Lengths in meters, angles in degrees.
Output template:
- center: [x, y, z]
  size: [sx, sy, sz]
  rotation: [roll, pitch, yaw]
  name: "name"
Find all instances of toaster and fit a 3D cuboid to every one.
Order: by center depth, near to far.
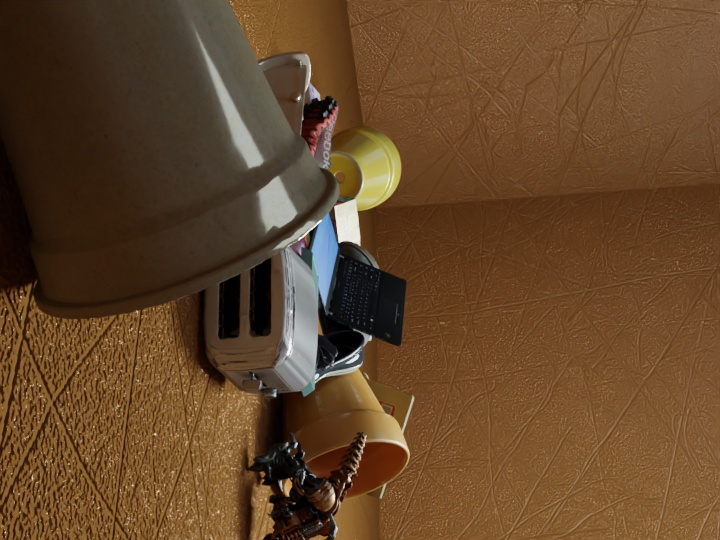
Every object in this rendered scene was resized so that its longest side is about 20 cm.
- center: [-0.114, 0.043, 0.866]
  size: [0.129, 0.114, 0.200]
  rotation: [65, 24, -71]
  name: "toaster"

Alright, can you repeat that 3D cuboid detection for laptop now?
- center: [0.000, 0.000, 1.208]
  size: [0.177, 0.200, 0.103]
  rotation: [-79, -165, -54]
  name: "laptop"

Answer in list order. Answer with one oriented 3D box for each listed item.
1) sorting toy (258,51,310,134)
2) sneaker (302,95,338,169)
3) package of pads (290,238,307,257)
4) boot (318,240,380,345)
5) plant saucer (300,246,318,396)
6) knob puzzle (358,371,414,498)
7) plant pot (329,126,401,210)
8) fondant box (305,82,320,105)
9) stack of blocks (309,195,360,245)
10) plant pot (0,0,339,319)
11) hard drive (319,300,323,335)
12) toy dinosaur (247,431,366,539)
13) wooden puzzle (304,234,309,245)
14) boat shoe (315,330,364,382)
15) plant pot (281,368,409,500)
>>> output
- center: [-0.126, -0.176, 1.045]
  size: [0.180, 0.107, 0.200]
  rotation: [92, -1, -47]
  name: "sorting toy"
- center: [-0.086, -0.230, 1.361]
  size: [0.200, 0.071, 0.098]
  rotation: [-68, 149, -32]
  name: "sneaker"
- center: [-0.116, 0.029, 1.063]
  size: [0.200, 0.076, 0.121]
  rotation: [-76, 159, -74]
  name: "package of pads"
- center: [-0.024, 0.043, 1.290]
  size: [0.182, 0.073, 0.200]
  rotation: [49, 34, 7]
  name: "boot"
- center: [-0.071, 0.066, 1.016]
  size: [0.070, 0.019, 0.200]
  rotation: [80, 9, -55]
  name: "plant saucer"
- center: [-0.024, 0.269, 1.277]
  size: [0.030, 0.220, 0.220]
  rotation: [34, 51, -65]
  name: "knob puzzle"
- center: [-0.022, -0.233, 1.773]
  size: [0.189, 0.201, 0.201]
  rotation: [-41, 128, -66]
  name: "plant pot"
- center: [-0.109, -0.258, 1.472]
  size: [0.144, 0.058, 0.200]
  rotation: [-40, 125, -84]
  name: "fondant box"
- center: [-0.059, -0.051, 1.514]
  size: [0.059, 0.115, 0.200]
  rotation: [-24, 117, -38]
  name: "stack of blocks"
- center: [-0.135, -0.101, 0.443]
  size: [0.200, 0.200, 0.184]
  rotation: [-83, 156, -65]
  name: "plant pot"
- center: [-0.064, 0.035, 1.419]
  size: [0.140, 0.033, 0.200]
  rotation: [-87, 170, -76]
  name: "hard drive"
- center: [-0.070, 0.296, 0.991]
  size: [0.200, 0.136, 0.102]
  rotation: [-33, 149, -36]
  name: "toy dinosaur"
- center: [-0.107, 0.000, 1.361]
  size: [0.185, 0.046, 0.200]
  rotation: [81, 7, -49]
  name: "wooden puzzle"
- center: [-0.068, 0.129, 1.116]
  size: [0.075, 0.200, 0.062]
  rotation: [41, -57, 33]
  name: "boat shoe"
- center: [-0.045, 0.240, 1.184]
  size: [0.200, 0.200, 0.183]
  rotation: [80, -7, -52]
  name: "plant pot"
